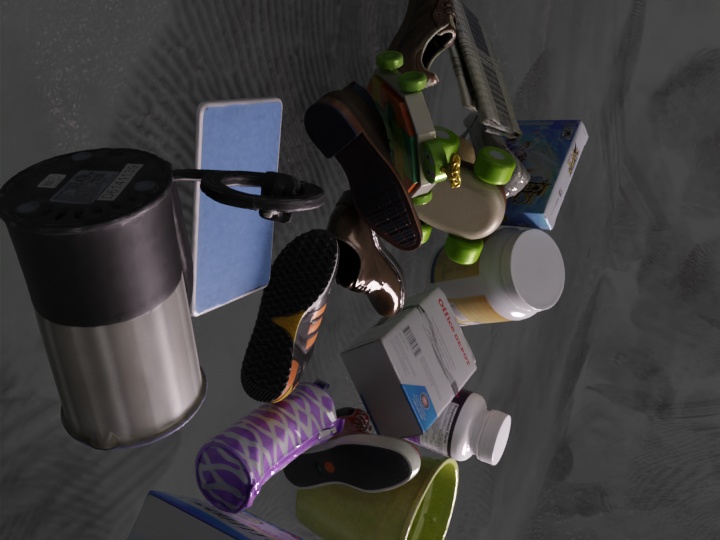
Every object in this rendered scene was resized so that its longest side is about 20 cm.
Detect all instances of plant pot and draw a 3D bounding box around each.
[{"bbox_3d":[0.016,0.327,1.062,0.200,0.181,0.204,-43,142,-47],"label":"plant pot"}]

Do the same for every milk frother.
[{"bbox_3d":[-0.132,0.014,0.564,0.181,0.196,0.191,-49,146,-48],"label":"milk frother"}]

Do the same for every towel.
[{"bbox_3d":[0.171,-0.290,1.106,0.192,0.034,0.204,-3,75,-65],"label":"towel"}]

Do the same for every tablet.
[{"bbox_3d":[-0.123,-0.065,0.747,0.130,0.013,0.205,-25,126,-58],"label":"tablet"}]

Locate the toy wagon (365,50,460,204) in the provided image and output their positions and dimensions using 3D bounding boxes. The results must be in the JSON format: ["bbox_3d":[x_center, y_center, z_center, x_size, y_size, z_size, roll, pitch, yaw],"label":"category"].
[{"bbox_3d":[0.057,-0.155,0.882,0.039,0.201,0.158,-16,127,-12],"label":"toy wagon"}]

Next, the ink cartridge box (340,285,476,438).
[{"bbox_3d":[0.076,0.134,1.123,0.199,0.083,0.147,-34,100,-53],"label":"ink cartridge box"}]

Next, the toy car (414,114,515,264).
[{"bbox_3d":[0.147,-0.142,1.124,0.201,0.155,0.167,-62,171,-54],"label":"toy car"}]

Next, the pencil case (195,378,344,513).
[{"bbox_3d":[-0.099,0.197,0.866,0.199,0.085,0.085,-25,140,-56],"label":"pencil case"}]

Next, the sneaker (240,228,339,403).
[{"bbox_3d":[-0.076,0.053,0.866,0.090,0.069,0.204,64,46,-76],"label":"sneaker"}]

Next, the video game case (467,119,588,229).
[{"bbox_3d":[0.246,-0.161,1.235,0.045,0.197,0.184,45,63,-43],"label":"video game case"}]

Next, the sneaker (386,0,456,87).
[{"bbox_3d":[0.097,-0.323,0.979,0.070,0.074,0.204,35,73,-63],"label":"sneaker"}]

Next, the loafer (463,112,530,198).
[{"bbox_3d":[0.199,-0.182,1.200,0.070,0.202,0.070,-42,126,19],"label":"loafer"}]

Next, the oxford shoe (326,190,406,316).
[{"bbox_3d":[0.000,0.000,0.964,0.085,0.072,0.202,-56,138,-28],"label":"oxford shoe"}]

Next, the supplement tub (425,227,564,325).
[{"bbox_3d":[0.215,0.011,1.231,0.142,0.198,0.148,5,80,-33],"label":"supplement tub"}]

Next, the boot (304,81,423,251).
[{"bbox_3d":[0.023,-0.125,0.872,0.202,0.074,0.097,55,38,-17],"label":"boot"}]

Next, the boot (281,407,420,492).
[{"bbox_3d":[0.009,0.218,0.985,0.144,0.197,0.074,-34,109,-53],"label":"boot"}]

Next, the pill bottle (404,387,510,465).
[{"bbox_3d":[0.141,0.244,1.253,0.111,0.197,0.114,-42,141,-47],"label":"pill bottle"}]

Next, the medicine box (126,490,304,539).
[{"bbox_3d":[-0.120,0.318,0.780,0.105,0.179,0.200,-67,154,-14],"label":"medicine box"}]
